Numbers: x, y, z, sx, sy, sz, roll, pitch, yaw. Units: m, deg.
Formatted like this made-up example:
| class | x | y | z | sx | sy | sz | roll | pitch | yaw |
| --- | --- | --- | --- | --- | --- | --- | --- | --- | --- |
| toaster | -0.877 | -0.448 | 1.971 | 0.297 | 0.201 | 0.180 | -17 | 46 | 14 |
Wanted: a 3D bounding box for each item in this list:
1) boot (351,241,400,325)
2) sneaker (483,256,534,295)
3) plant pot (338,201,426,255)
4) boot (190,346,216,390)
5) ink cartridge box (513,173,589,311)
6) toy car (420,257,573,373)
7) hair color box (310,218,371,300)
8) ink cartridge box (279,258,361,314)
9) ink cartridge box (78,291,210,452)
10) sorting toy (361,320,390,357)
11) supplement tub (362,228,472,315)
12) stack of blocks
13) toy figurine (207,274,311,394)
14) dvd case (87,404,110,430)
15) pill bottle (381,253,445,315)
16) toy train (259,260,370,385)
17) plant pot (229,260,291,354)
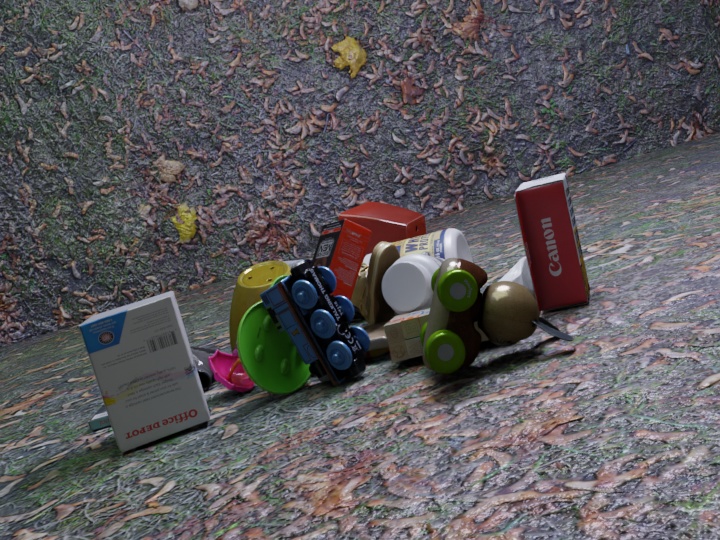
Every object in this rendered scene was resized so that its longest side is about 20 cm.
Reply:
| class | x | y | z | sx | sy | sz | roll | pitch | yaw |
| --- | --- | --- | --- | --- | --- | --- | --- | --- | --- |
| boot | 0.000 | 0.000 | 1.583 | 0.072 | 0.203 | 0.155 | -32 | 54 | -29 |
| sneaker | 0.257 | 0.035 | 1.484 | 0.088 | 0.076 | 0.199 | -25 | 2 | 35 |
| plant pot | 0.071 | -0.066 | 2.197 | 0.173 | 0.205 | 0.199 | 0 | 14 | 26 |
| boot | -0.361 | 0.173 | 1.590 | 0.195 | 0.072 | 0.132 | 4 | 9 | 5 |
| ink cartridge box | 0.316 | -0.045 | 1.395 | 0.082 | 0.205 | 0.175 | -12 | 8 | 18 |
| toy car | 0.190 | 0.077 | 1.184 | 0.195 | 0.162 | 0.164 | 12 | 4 | 1 |
| hair color box | -0.053 | 0.018 | 1.502 | 0.060 | 0.204 | 0.101 | 21 | -13 | -22 |
| ink cartridge box | -0.070 | 0.037 | 1.811 | 0.197 | 0.041 | 0.199 | 28 | -14 | -21 |
| ink cartridge box | -0.334 | 0.153 | 1.336 | 0.144 | 0.204 | 0.145 | -17 | 5 | -11 |
| sorting toy | -0.003 | 0.128 | 1.490 | 0.181 | 0.037 | 0.200 | -14 | 3 | 19 |
| supplement tub | 0.115 | 0.008 | 1.673 | 0.196 | 0.148 | 0.144 | -13 | 7 | 21 |
| stack of blocks | 0.144 | 0.084 | 1.327 | 0.196 | 0.060 | 0.115 | -14 | 1 | 13 |
| toy figurine | -0.180 | 0.123 | 1.422 | 0.149 | 0.204 | 0.183 | 30 | -33 | -29 |
| dvd case | -0.409 | 0.239 | 1.575 | 0.143 | 0.022 | 0.200 | -16 | 6 | -1 |
| pill bottle | 0.106 | 0.029 | 1.490 | 0.108 | 0.113 | 0.199 | -13 | -6 | 20 |
| toy train | -0.067 | 0.085 | 1.327 | 0.113 | 0.203 | 0.086 | -28 | 3 | 37 |
| plant pot | -0.168 | 0.068 | 1.616 | 0.195 | 0.145 | 0.201 | -10 | 26 | 5 |
